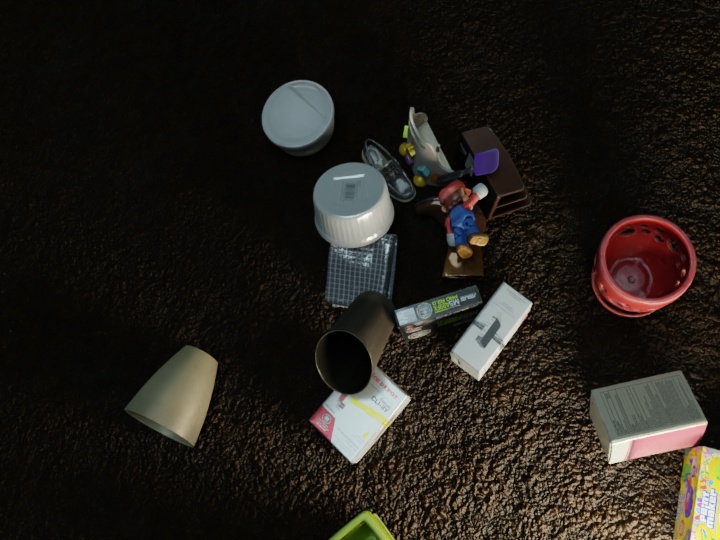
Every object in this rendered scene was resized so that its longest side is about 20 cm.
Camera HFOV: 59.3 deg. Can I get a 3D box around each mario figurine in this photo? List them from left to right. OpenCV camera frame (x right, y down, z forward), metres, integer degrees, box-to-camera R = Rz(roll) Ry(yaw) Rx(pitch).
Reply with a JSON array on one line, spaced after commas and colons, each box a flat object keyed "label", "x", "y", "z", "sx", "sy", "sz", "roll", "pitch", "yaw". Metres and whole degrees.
[{"label": "mario figurine", "x": 0.255, "y": -0.128, "z": 1.507, "sx": 0.122, "sy": 0.106, "sz": 0.202, "roll": -15, "pitch": 55, "yaw": 8}]

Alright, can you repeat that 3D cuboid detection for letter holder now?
[{"label": "letter holder", "x": 0.340, "y": -0.250, "z": 1.562, "sx": 0.140, "sy": 0.101, "sz": 0.202, "roll": -17, "pitch": 65, "yaw": -14}]

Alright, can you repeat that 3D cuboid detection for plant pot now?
[{"label": "plant pot", "x": -0.435, "y": 0.293, "z": 1.538, "sx": 0.185, "sy": 0.188, "sz": 0.202, "roll": 20, "pitch": 64, "yaw": 15}, {"label": "plant pot", "x": 0.008, "y": 0.646, "z": 1.343, "sx": 0.199, "sy": 0.182, "sz": 0.200, "roll": -39, "pitch": 72, "yaw": -3}, {"label": "plant pot", "x": 0.621, "y": -0.002, "z": 1.420, "sx": 0.197, "sy": 0.183, "sz": 0.204, "roll": -3, "pitch": 74, "yaw": 10}]

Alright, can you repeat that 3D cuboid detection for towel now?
[{"label": "towel", "x": 0.000, "y": 0.000, "z": 1.554, "sx": 0.163, "sy": 0.086, "sz": 0.204, "roll": 8, "pitch": 94, "yaw": 12}]

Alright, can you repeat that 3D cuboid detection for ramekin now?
[{"label": "ramekin", "x": -0.160, "y": -0.405, "z": 1.721, "sx": 0.199, "sy": 0.094, "sz": 0.206, "roll": -3, "pitch": 74, "yaw": 10}, {"label": "ramekin", "x": -0.021, "y": -0.163, "z": 1.515, "sx": 0.197, "sy": 0.098, "sz": 0.203, "roll": -4, "pitch": 54, "yaw": 6}]

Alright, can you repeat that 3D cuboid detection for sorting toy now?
[{"label": "sorting toy", "x": 0.156, "y": -0.320, "z": 1.595, "sx": 0.106, "sy": 0.180, "sz": 0.202, "roll": -24, "pitch": 71, "yaw": 2}]

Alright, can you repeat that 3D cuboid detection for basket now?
[{"label": "basket", "x": -0.001, "y": 0.149, "z": 1.432, "sx": 0.134, "sy": 0.182, "sz": 0.200, "roll": 19, "pitch": 37, "yaw": 13}]

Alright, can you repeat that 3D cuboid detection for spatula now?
[{"label": "spatula", "x": 0.251, "y": -0.240, "z": 1.522, "sx": 0.199, "sy": 0.020, "sz": 0.058, "roll": -16, "pitch": 69, "yaw": 53}]

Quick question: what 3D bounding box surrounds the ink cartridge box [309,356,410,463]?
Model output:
[{"label": "ink cartridge box", "x": 0.000, "y": 0.325, "z": 1.487, "sx": 0.145, "sy": 0.083, "sz": 0.200, "roll": 40, "pitch": 84, "yaw": 18}]

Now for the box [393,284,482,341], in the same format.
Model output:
[{"label": "box", "x": 0.184, "y": 0.103, "z": 1.479, "sx": 0.197, "sy": 0.160, "sz": 0.045, "roll": -17, "pitch": 70, "yaw": 4}]

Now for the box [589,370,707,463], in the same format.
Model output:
[{"label": "box", "x": 0.607, "y": 0.314, "z": 1.352, "sx": 0.197, "sy": 0.110, "sz": 0.129, "roll": -14, "pitch": 48, "yaw": 6}]

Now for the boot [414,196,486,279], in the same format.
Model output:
[{"label": "boot", "x": 0.219, "y": -0.076, "z": 1.579, "sx": 0.185, "sy": 0.069, "sz": 0.203, "roll": 7, "pitch": 74, "yaw": 0}]

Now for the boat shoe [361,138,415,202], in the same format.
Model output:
[{"label": "boat shoe", "x": 0.070, "y": -0.263, "z": 1.654, "sx": 0.072, "sy": 0.065, "sz": 0.201, "roll": -35, "pitch": 72, "yaw": -3}]

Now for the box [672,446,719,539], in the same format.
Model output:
[{"label": "box", "x": 0.763, "y": 0.485, "z": 1.288, "sx": 0.190, "sy": 0.122, "sz": 0.203, "roll": 12, "pitch": 76, "yaw": 14}]

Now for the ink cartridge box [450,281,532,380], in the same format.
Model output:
[{"label": "ink cartridge box", "x": 0.298, "y": 0.144, "z": 1.455, "sx": 0.083, "sy": 0.144, "sz": 0.201, "roll": 38, "pitch": 83, "yaw": 18}]
